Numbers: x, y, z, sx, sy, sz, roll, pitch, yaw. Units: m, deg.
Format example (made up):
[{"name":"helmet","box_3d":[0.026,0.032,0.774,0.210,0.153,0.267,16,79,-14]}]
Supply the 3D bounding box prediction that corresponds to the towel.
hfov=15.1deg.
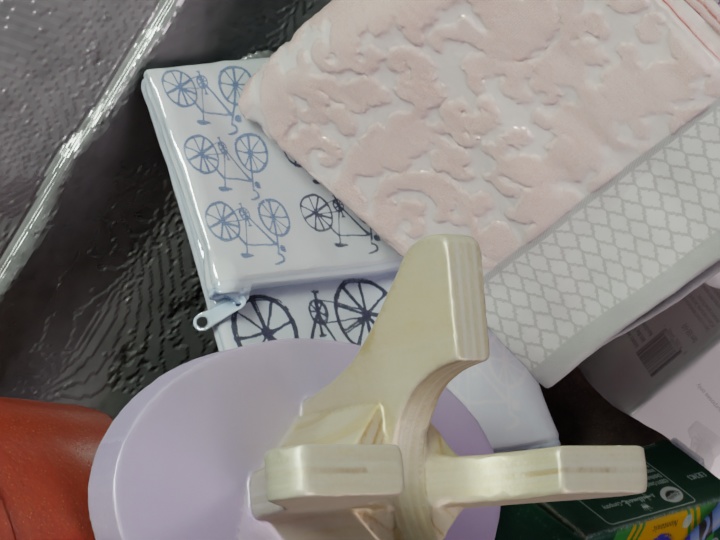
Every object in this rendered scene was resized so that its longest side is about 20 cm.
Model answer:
[{"name":"towel","box_3d":[0.071,-0.057,1.102,0.200,0.191,0.032,-38,-167,43]}]

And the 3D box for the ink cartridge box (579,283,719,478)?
[{"name":"ink cartridge box","box_3d":[0.141,0.089,1.414,0.200,0.146,0.085,-39,103,6]}]

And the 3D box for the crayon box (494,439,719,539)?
[{"name":"crayon box","box_3d":[0.087,0.182,1.255,0.126,0.052,0.201,-8,128,-50]}]

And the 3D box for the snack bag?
[{"name":"snack bag","box_3d":[0.000,0.000,1.186,0.188,0.201,0.021,-8,169,-45]}]

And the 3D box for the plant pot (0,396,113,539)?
[{"name":"plant pot","box_3d":[-0.176,0.130,1.096,0.195,0.201,0.201,2,122,-59]}]

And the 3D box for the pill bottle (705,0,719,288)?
[{"name":"pill bottle","box_3d":[0.122,-0.089,1.201,0.112,0.200,0.113,-30,142,-27]}]

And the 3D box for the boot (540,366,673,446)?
[{"name":"boot","box_3d":[0.034,0.109,1.323,0.200,0.166,0.072,-48,149,-3]}]

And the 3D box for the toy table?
[{"name":"toy table","box_3d":[0.008,0.086,1.076,0.200,0.117,0.185,-13,89,-41]}]
